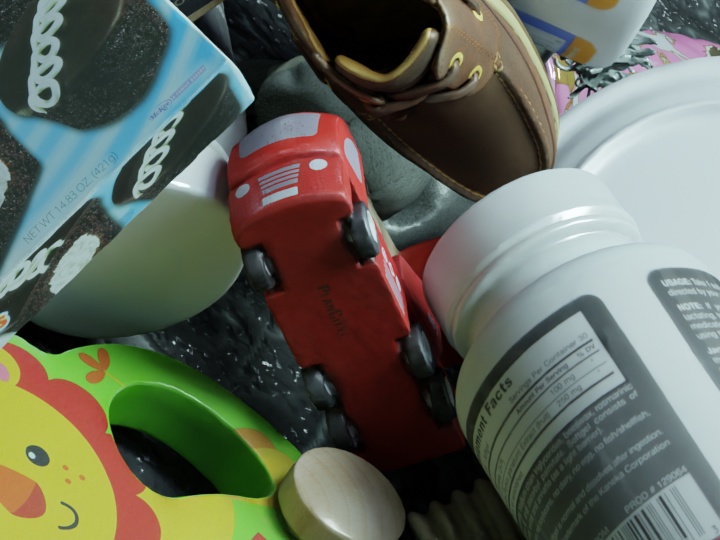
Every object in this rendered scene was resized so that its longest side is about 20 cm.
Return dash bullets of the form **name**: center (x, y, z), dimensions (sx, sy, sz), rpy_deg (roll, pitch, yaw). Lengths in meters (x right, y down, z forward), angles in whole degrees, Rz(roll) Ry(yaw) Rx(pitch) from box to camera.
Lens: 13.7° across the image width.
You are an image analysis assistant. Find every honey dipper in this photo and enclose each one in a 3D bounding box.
- **honey dipper**: center (0.114, 0.068, 1.204), dimensions (0.038, 0.200, 0.038), rpy_deg (62, -3, 6)

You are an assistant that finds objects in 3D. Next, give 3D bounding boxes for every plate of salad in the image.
- **plate of salad**: center (0.145, 0.005, 1.190), dimensions (0.048, 0.200, 0.200), rpy_deg (72, -2, -60)

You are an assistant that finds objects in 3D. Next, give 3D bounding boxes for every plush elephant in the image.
- **plush elephant**: center (0.008, -0.083, 1.284), dimensions (0.155, 0.165, 0.200), rpy_deg (-37, 46, -22)

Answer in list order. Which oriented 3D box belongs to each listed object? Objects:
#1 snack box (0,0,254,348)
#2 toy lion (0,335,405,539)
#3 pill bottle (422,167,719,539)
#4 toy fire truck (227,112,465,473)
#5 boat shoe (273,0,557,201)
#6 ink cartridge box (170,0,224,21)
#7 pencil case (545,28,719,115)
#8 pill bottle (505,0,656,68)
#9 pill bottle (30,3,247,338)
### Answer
- **snack box**: center (-0.146, -0.029, 0.989), dimensions (0.116, 0.200, 0.037), rpy_deg (44, -4, 24)
- **toy lion**: center (-0.103, 0.084, 1.061), dimensions (0.192, 0.069, 0.200), rpy_deg (41, 33, 4)
- **pill bottle**: center (0.102, 0.061, 1.078), dimensions (0.111, 0.111, 0.200), rpy_deg (6, 42, -45)
- **toy fire truck**: center (0.000, 0.000, 1.164), dimensions (0.141, 0.049, 0.200), rpy_deg (-98, 166, -48)
- **boat shoe**: center (0.011, -0.086, 1.115), dimensions (0.200, 0.072, 0.068), rpy_deg (50, 23, -38)
- **ink cartridge box**: center (-0.165, -0.142, 1.096), dimensions (0.200, 0.165, 0.075), rpy_deg (58, 3, 24)
- **pencil case**: center (0.125, -0.078, 1.450), dimensions (0.200, 0.083, 0.087), rpy_deg (5, 86, -46)
- **pill bottle**: center (0.029, -0.167, 1.183), dimensions (0.200, 0.112, 0.112), rpy_deg (23, 37, -5)
- **pill bottle**: center (-0.105, -0.080, 1.168), dimensions (0.113, 0.113, 0.200), rpy_deg (19, 44, -35)
